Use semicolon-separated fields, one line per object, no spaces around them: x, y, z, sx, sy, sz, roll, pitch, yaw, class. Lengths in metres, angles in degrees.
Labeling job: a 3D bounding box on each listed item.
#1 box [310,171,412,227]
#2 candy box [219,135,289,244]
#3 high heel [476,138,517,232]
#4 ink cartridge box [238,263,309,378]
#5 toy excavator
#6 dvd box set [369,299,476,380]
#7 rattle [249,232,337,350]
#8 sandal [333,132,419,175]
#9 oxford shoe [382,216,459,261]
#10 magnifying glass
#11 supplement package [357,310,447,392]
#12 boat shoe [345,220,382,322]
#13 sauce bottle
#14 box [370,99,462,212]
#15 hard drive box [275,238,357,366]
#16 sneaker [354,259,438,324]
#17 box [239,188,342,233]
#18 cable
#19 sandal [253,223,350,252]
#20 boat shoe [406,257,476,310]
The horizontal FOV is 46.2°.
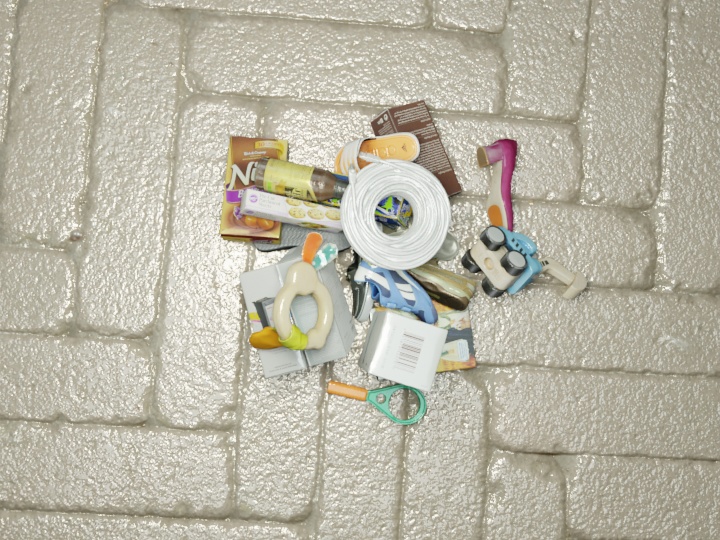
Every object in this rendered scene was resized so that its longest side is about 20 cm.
-0.002;-0.140;1.625;0.200;0.070;0.064;15;84;22;box
-0.205;-0.157;1.643;0.116;0.056;0.201;4;77;0;candy box
0.296;-0.163;1.699;0.096;0.067;0.201;-16;90;-27;high heel
-0.152;0.093;1.597;0.085;0.148;0.201;-16;87;7;ink cartridge box
0.331;-0.012;1.661;0.200;0.100;0.195;-20;65;-38;toy excavator
0.122;0.133;1.675;0.199;0.029;0.147;-6;87;-5;dvd box set
-0.119;0.039;1.486;0.130;0.143;0.201;1;86;-27;rattle
0.016;-0.222;1.620;0.206;0.059;0.079;-12;93;39;sandal
0.103;-0.073;1.674;0.200;0.058;0.075;24;83;-3;oxford shoe
0.032;0.251;1.666;0.199;0.022;0.080;14;86;-2;magnifying glass
0.073;0.145;1.552;0.117;0.200;0.117;17;85;-4;supplement package
0.000;0.000;1.642;0.056;0.069;0.201;6;99;-12;boat shoe
-0.097;-0.164;1.577;0.199;0.065;0.065;12;86;9;sauce bottle
0.110;-0.224;1.660;0.100;0.075;0.200;-20;86;-33;box
-0.079;0.056;1.580;0.077;0.156;0.201;-16;99;9;hard drive box
0.067;0.043;1.603;0.200;0.074;0.082;45;81;-20;sneaker
-0.126;-0.111;1.597;0.199;0.039;0.042;12;74;-21;box
0.061;-0.100;1.520;0.199;0.069;0.201;9;85;-9;cable
-0.112;-0.070;1.671;0.199;0.043;0.076;2;79;6;sandal
0.132;0.006;1.665;0.200;0.072;0.076;28;64;8;boat shoe
